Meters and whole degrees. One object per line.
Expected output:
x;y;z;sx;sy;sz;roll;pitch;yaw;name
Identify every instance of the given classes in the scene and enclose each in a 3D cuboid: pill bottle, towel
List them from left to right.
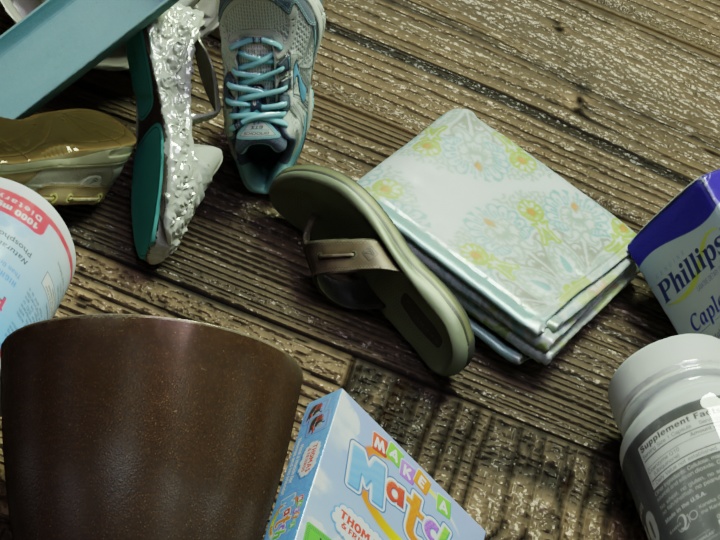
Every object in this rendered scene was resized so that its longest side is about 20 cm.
-0.261;0.039;1.562;0.108;0.109;0.201;22;43;-2;pill bottle
0.098;-0.025;1.829;0.200;0.048;0.171;37;42;14;towel
0.242;0.149;1.670;0.112;0.113;0.201;2;47;-22;pill bottle

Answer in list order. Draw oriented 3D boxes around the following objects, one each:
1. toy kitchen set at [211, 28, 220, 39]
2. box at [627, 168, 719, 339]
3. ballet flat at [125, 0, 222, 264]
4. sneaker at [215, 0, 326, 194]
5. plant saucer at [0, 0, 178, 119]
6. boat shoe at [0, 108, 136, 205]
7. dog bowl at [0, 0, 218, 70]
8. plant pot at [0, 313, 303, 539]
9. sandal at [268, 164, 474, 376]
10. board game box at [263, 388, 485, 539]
-0.093;-0.318;1.945;0.180;0.164;0.200;30;43;7;toy kitchen set
0.334;0.015;1.819;0.183;0.105;0.201;-18;70;-36;box
-0.129;-0.103;1.748;0.071;0.072;0.201;2;72;-21;ballet flat
-0.064;-0.132;1.757;0.077;0.201;0.087;3;55;6;sneaker
-0.214;-0.161;1.754;0.200;0.019;0.070;-36;58;5;plant saucer
-0.241;-0.066;1.683;0.199;0.067;0.074;-5;34;-43;boat shoe
-0.179;-0.245;1.829;0.199;0.059;0.202;0;87;-3;dog bowl
-0.133;0.151;1.465;0.186;0.187;0.201;9;69;-15;plant pot
0.001;0.000;1.742;0.057;0.080;0.201;-32;65;-26;sandal
0.003;0.194;1.529;0.151;0.036;0.201;46;36;-23;board game box
